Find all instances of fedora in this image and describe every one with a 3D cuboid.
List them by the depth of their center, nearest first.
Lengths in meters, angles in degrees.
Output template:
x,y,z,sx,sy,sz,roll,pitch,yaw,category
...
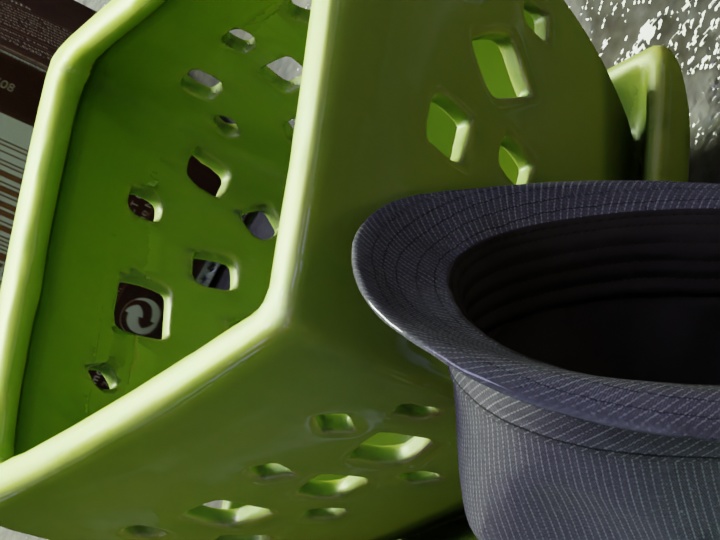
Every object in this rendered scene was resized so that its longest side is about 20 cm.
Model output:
x,y,z,sx,sy,sz,roll,pitch,yaw,category
0.095,0.041,0.781,0.177,0.199,0.091,-119,28,-65,fedora

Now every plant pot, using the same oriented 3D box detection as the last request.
x,y,z,sx,sy,sz,roll,pitch,yaw,category
0.000,0.000,0.930,0.200,0.181,0.199,-29,45,46,plant pot

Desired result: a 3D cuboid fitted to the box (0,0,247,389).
x,y,z,sx,sy,sz,roll,pitch,yaw,category
-0.176,-0.043,1.280,0.166,0.164,0.200,-60,29,11,box
